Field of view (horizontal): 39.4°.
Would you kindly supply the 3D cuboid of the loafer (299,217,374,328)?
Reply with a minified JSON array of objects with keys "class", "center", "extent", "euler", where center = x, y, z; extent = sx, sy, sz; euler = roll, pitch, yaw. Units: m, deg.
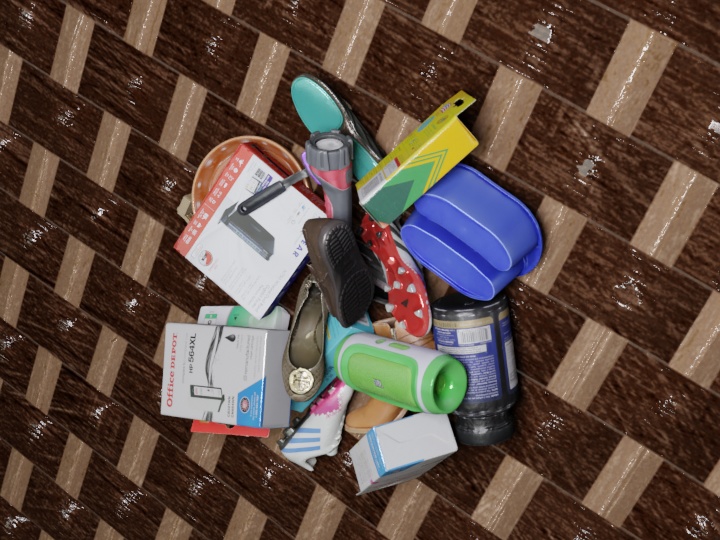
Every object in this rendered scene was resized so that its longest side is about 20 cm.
[{"class":"loafer","center":[-0.033,-0.004,1.409],"extent":[0.071,0.073,0.202],"euler":[31,147,36]}]

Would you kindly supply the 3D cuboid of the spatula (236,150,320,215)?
[{"class":"spatula","center":[-0.101,-0.128,1.450],"extent":[0.199,0.021,0.057],"euler":[-28,103,27]}]

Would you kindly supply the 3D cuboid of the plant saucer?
[{"class":"plant saucer","center":[-0.166,-0.107,1.558],"extent":[0.197,0.032,0.203],"euler":[3,101,16]}]

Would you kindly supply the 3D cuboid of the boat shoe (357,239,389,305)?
[{"class":"boat shoe","center":[0.000,0.000,1.501],"extent":[0.198,0.057,0.068],"euler":[23,114,21]}]

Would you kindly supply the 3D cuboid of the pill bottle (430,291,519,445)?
[{"class":"pill bottle","center":[0.165,0.137,1.418],"extent":[0.111,0.112,0.203],"euler":[-2,103,29]}]

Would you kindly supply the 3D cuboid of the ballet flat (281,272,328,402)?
[{"class":"ballet flat","center":[-0.077,0.093,1.485],"extent":[0.066,0.046,0.203],"euler":[9,70,5]}]

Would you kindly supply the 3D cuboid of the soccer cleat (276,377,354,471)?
[{"class":"soccer cleat","center":[-0.052,0.242,1.600],"extent":[0.086,0.070,0.200],"euler":[39,122,-4]}]

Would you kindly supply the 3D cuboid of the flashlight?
[{"class":"flashlight","center":[-0.043,-0.095,1.412],"extent":[0.068,0.067,0.202],"euler":[-117,23,-50]}]

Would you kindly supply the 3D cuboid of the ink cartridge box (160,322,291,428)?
[{"class":"ink cartridge box","center":[-0.204,0.158,1.538],"extent":[0.198,0.084,0.148],"euler":[1,86,30]}]

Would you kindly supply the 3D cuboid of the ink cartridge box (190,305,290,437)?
[{"class":"ink cartridge box","center":[-0.202,0.157,1.601],"extent":[0.159,0.050,0.203],"euler":[-2,67,31]}]

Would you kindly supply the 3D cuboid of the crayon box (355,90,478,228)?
[{"class":"crayon box","center":[0.084,-0.152,1.345],"extent":[0.200,0.127,0.051],"euler":[-42,104,9]}]

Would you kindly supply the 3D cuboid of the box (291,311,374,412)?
[{"class":"box","center":[-0.061,0.125,1.552],"extent":[0.200,0.049,0.083],"euler":[-48,39,29]}]

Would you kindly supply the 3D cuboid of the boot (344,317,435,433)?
[{"class":"boot","center":[0.042,0.153,1.517],"extent":[0.198,0.074,0.156],"euler":[-22,93,21]}]

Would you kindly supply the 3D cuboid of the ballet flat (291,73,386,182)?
[{"class":"ballet flat","center":[-0.026,-0.200,1.448],"extent":[0.068,0.068,0.201],"euler":[-35,95,27]}]

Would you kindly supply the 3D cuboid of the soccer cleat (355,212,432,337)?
[{"class":"soccer cleat","center":[0.063,0.000,1.428],"extent":[0.069,0.085,0.202],"euler":[-40,65,36]}]

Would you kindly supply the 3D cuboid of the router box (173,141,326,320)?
[{"class":"router box","center":[-0.158,-0.060,1.521],"extent":[0.179,0.049,0.201],"euler":[39,107,7]}]

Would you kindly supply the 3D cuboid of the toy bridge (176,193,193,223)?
[{"class":"toy bridge","center":[-0.223,-0.043,1.628],"extent":[0.199,0.027,0.068],"euler":[38,119,13]}]

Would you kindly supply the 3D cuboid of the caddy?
[{"class":"caddy","center":[0.153,-0.058,1.376],"extent":[0.199,0.105,0.142],"euler":[37,139,11]}]

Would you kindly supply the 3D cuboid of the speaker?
[{"class":"speaker","center":[0.052,0.141,1.399],"extent":[0.199,0.088,0.090],"euler":[11,110,47]}]

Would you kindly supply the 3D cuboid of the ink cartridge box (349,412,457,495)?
[{"class":"ink cartridge box","center":[0.055,0.269,1.481],"extent":[0.200,0.114,0.069],"euler":[121,134,-64]}]
